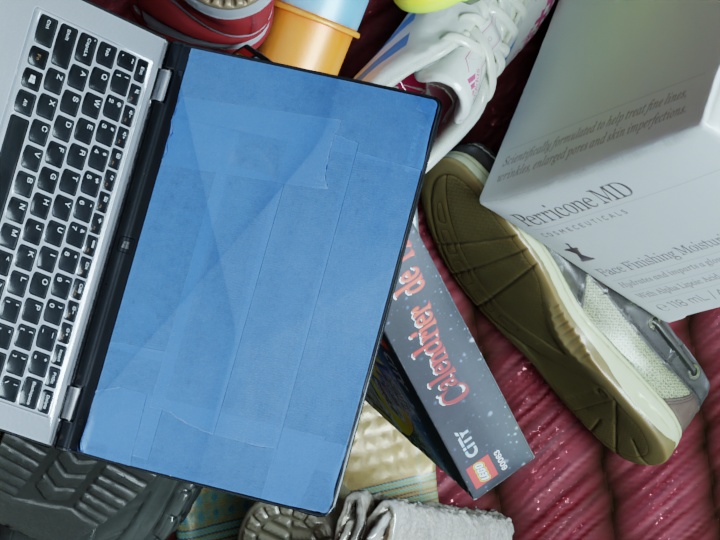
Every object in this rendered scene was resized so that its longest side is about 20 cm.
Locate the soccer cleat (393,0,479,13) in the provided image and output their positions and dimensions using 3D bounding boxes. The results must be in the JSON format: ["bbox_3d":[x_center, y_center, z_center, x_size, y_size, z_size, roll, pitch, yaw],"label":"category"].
[{"bbox_3d":[0.060,-0.208,1.369,0.201,0.064,0.084,-58,141,-30],"label":"soccer cleat"}]

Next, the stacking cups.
[{"bbox_3d":[-0.016,-0.144,1.387,0.060,0.060,0.201,20,91,-21],"label":"stacking cups"}]

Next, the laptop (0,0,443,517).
[{"bbox_3d":[-0.095,-0.018,1.176,0.199,0.116,0.189,23,78,-39],"label":"laptop"}]

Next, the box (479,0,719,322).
[{"bbox_3d":[0.187,-0.101,1.365,0.130,0.199,0.201,31,67,-20],"label":"box"}]

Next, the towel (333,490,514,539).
[{"bbox_3d":[0.024,0.178,1.398,0.034,0.200,0.133,17,90,23],"label":"towel"}]

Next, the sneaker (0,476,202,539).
[{"bbox_3d":[-0.131,0.115,1.377,0.090,0.076,0.201,30,91,1],"label":"sneaker"}]

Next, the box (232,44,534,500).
[{"bbox_3d":[0.000,0.000,1.332,0.038,0.137,0.201,-34,121,-11],"label":"box"}]

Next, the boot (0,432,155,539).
[{"bbox_3d":[-0.116,0.019,1.348,0.077,0.139,0.201,27,109,-20],"label":"boot"}]

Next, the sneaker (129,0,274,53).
[{"bbox_3d":[-0.108,-0.187,1.355,0.071,0.113,0.200,-34,77,-9],"label":"sneaker"}]

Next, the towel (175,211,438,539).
[{"bbox_3d":[-0.033,0.066,1.436,0.146,0.022,0.202,-10,103,-17],"label":"towel"}]

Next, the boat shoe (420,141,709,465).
[{"bbox_3d":[0.106,0.009,1.455,0.065,0.073,0.200,-46,108,-30],"label":"boat shoe"}]

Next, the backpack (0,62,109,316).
[{"bbox_3d":[-0.184,-0.037,1.284,0.200,0.182,0.135,-46,104,-13],"label":"backpack"}]

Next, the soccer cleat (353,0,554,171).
[{"bbox_3d":[0.055,-0.114,1.401,0.070,0.086,0.201,37,83,-20],"label":"soccer cleat"}]

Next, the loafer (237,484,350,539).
[{"bbox_3d":[-0.031,0.188,1.411,0.075,0.068,0.201,24,121,17],"label":"loafer"}]
